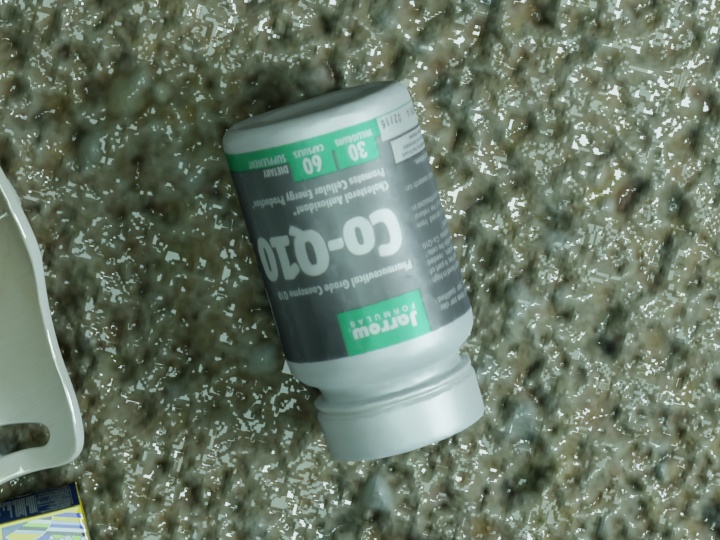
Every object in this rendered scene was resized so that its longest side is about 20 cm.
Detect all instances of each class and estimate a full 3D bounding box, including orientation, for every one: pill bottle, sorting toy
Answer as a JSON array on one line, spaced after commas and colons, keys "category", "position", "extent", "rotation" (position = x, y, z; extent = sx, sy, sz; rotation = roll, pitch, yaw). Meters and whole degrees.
[{"category": "pill bottle", "position": [0.000, 0.000, 1.576], "extent": [0.113, 0.113, 0.200], "rotation": [-18, 99, -6]}, {"category": "sorting toy", "position": [-0.250, 0.056, 1.540], "extent": [0.200, 0.107, 0.180], "rotation": [-30, 94, -3]}]

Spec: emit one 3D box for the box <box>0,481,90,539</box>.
[{"category": "box", "position": [-0.253, 0.184, 1.587], "extent": [0.200, 0.064, 0.070], "rotation": [-13, 99, -6]}]
